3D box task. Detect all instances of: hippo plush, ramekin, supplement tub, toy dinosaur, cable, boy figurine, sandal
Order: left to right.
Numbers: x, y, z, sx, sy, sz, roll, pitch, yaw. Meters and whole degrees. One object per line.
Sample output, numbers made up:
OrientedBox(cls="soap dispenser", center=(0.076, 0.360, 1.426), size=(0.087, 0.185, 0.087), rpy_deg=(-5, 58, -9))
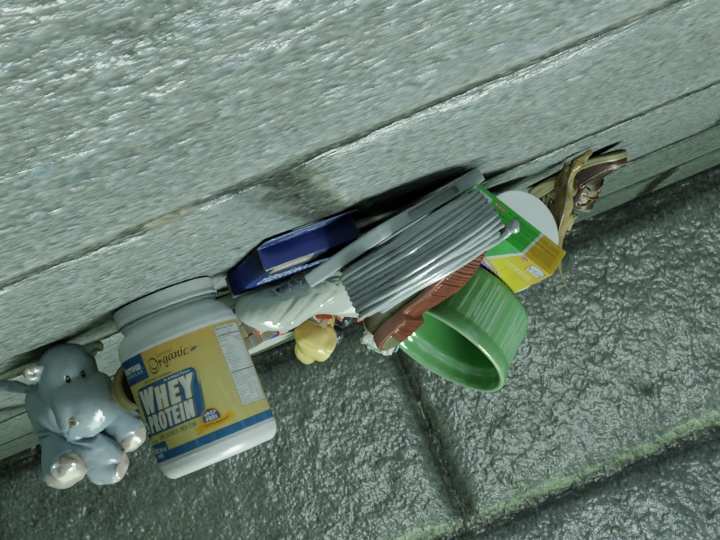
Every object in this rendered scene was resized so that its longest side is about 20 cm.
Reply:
OrientedBox(cls="hippo plush", center=(-0.338, 0.150, 1.610), size=(0.158, 0.201, 0.161), rpy_deg=(-20, 152, -33))
OrientedBox(cls="sandal", center=(-0.259, 0.108, 1.629), size=(0.069, 0.078, 0.212), rpy_deg=(-24, -165, 34))
OrientedBox(cls="supplement tub", center=(-0.194, 0.123, 1.516), size=(0.143, 0.202, 0.145), rpy_deg=(-22, 176, -2))
OrientedBox(cls="boy figurine", center=(-0.053, 0.081, 1.887), size=(0.125, 0.064, 0.200), rpy_deg=(-62, 179, 7))
OrientedBox(cls="cable", center=(0.069, -0.018, 1.487), size=(0.199, 0.070, 0.200), rpy_deg=(-31, 179, 29))
OrientedBox(cls="ramekin", center=(0.128, 0.065, 1.752), size=(0.098, 0.199, 0.200), rpy_deg=(-56, -172, -20))
OrientedBox(cls="supplement tub", center=(0.184, -0.029, 1.894), size=(0.144, 0.146, 0.200), rpy_deg=(-20, 175, -25))
OrientedBox(cls="toy dinosaur", center=(0.284, -0.078, 1.860), size=(0.058, 0.202, 0.101), rpy_deg=(8, -167, 3))

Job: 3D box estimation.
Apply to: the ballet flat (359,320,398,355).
OrientedBox(cls="ballet flat", center=(0.036, 0.031, 1.961), size=(0.071, 0.202, 0.072), rpy_deg=(6, 147, 4))

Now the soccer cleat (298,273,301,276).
OrientedBox(cls="soccer cleat", center=(-0.043, 0.034, 1.779), size=(0.068, 0.074, 0.200), rpy_deg=(23, 176, 18))

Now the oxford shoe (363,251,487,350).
OrientedBox(cls="oxford shoe", center=(0.075, 0.009, 1.624), size=(0.200, 0.074, 0.071), rpy_deg=(-43, 156, 13))

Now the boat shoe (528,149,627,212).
OrientedBox(cls="boat shoe", center=(0.334, -0.124, 1.970), size=(0.072, 0.073, 0.199), rpy_deg=(-18, 174, -38))

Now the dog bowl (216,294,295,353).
OrientedBox(cls="dog bowl", center=(-0.192, 0.087, 1.887), size=(0.198, 0.079, 0.200), rpy_deg=(-22, 175, -2))

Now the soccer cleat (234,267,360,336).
OrientedBox(cls="soccer cleat", center=(-0.060, 0.026, 1.570), size=(0.199, 0.069, 0.078), rpy_deg=(-6, 132, -36))

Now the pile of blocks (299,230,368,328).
OrientedBox(cls="pile of blocks", center=(0.000, 0.000, 1.676), size=(0.199, 0.083, 0.062), rpy_deg=(-35, -148, -25))

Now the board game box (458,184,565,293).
OrientedBox(cls="board game box", center=(0.156, -0.033, 1.693), size=(0.040, 0.153, 0.200), rpy_deg=(-55, -173, -20))

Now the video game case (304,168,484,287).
OrientedBox(cls="video game case", center=(0.041, -0.050, 1.514), size=(0.199, 0.018, 0.143), rpy_deg=(-31, 178, -44))

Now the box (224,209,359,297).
OrientedBox(cls="box", center=(-0.077, -0.018, 1.512), size=(0.120, 0.033, 0.200), rpy_deg=(-20, 174, -21))

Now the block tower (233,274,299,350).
OrientedBox(cls="block tower", center=(-0.121, 0.055, 1.776), size=(0.058, 0.054, 0.200), rpy_deg=(-26, -174, 39))
